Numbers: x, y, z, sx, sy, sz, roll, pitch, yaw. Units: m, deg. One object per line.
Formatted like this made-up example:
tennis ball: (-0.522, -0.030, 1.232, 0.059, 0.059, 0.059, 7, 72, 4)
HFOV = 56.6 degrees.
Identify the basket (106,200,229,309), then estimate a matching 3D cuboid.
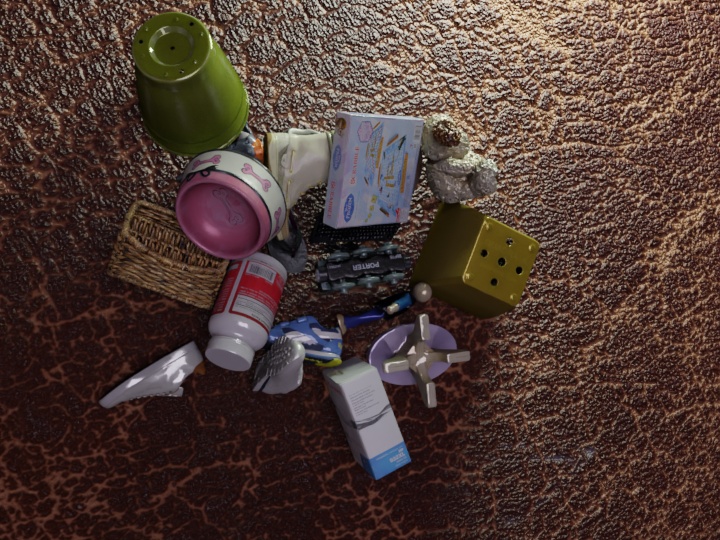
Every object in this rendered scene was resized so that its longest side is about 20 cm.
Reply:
basket: (-0.338, -0.032, 1.206, 0.198, 0.143, 0.151, 22, 87, -17)

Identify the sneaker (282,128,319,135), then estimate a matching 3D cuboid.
sneaker: (-0.064, -0.227, 1.303, 0.197, 0.080, 0.078, 9, 75, -19)

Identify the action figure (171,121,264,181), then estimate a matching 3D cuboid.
action figure: (-0.237, -0.178, 1.251, 0.191, 0.105, 0.202, -20, 90, -1)

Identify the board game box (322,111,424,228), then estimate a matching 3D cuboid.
board game box: (0.026, -0.185, 1.235, 0.198, 0.041, 0.203, -8, 113, -45)

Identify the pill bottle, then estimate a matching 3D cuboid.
pill bottle: (-0.212, 0.075, 1.227, 0.111, 0.112, 0.202, 25, 57, -16)

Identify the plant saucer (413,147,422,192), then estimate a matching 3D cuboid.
plant saucer: (0.041, -0.189, 1.329, 0.199, 0.032, 0.202, -26, 134, -31)

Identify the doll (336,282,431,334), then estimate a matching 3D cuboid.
doll: (0.051, 0.076, 1.338, 0.198, 0.136, 0.049, -20, 87, -3)

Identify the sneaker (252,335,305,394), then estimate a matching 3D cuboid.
sneaker: (-0.138, 0.183, 1.258, 0.080, 0.200, 0.077, 21, 59, -18)

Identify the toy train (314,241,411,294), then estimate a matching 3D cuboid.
toy train: (0.000, 0.000, 1.326, 0.197, 0.114, 0.086, -9, 82, -18)

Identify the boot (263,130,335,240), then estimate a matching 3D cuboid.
boot: (-0.098, -0.157, 1.236, 0.153, 0.072, 0.203, -7, 114, -15)

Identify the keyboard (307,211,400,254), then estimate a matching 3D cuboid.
keyboard: (-0.005, -0.070, 1.327, 0.198, 0.040, 0.105, -4, 135, -30)

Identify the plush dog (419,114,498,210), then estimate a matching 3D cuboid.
plush dog: (0.172, -0.226, 1.335, 0.159, 0.200, 0.174, -19, 105, 2)

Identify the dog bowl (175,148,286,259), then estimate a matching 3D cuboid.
dog bowl: (-0.233, -0.106, 1.170, 0.199, 0.200, 0.074, 39, 39, -14)

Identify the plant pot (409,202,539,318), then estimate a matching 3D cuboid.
plant pot: (0.247, -0.019, 1.368, 0.198, 0.176, 0.202, 24, 86, -16)

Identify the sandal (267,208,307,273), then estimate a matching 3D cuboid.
sandal: (-0.153, -0.090, 1.309, 0.074, 0.048, 0.203, -16, 96, -16)

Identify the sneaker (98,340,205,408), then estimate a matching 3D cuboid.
sneaker: (-0.380, 0.214, 1.239, 0.198, 0.073, 0.085, -29, 98, -15)

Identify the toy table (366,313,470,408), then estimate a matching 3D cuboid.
toy table: (0.121, 0.176, 1.369, 0.198, 0.117, 0.186, -19, 97, -14)

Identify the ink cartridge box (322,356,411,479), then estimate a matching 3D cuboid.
ink cartridge box: (0.009, 0.286, 1.323, 0.083, 0.145, 0.202, -22, 98, -15)

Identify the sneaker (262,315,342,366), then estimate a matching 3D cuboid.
sneaker: (-0.127, 0.129, 1.315, 0.197, 0.074, 0.083, 16, 69, -9)

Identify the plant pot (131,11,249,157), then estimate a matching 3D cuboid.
plant pot: (-0.303, -0.328, 1.147, 0.197, 0.193, 0.203, 0, 75, -2)
